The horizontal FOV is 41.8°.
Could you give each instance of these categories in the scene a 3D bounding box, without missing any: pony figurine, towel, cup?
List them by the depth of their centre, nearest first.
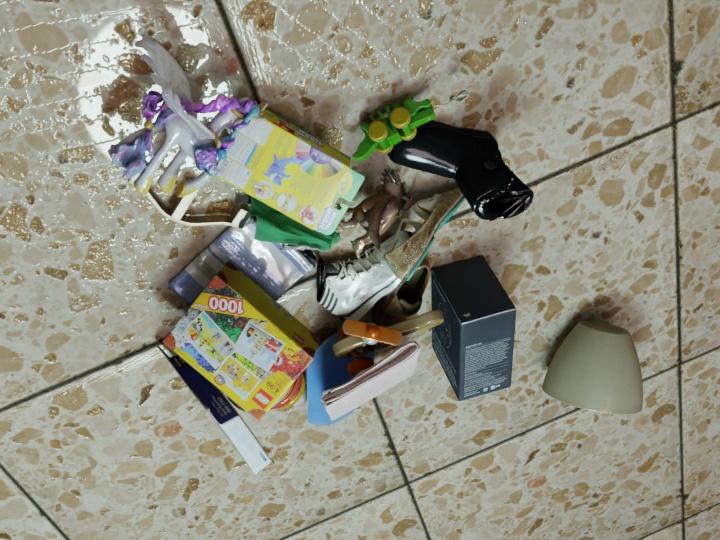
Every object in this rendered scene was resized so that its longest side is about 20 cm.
[{"bbox_3d":[-0.241,-0.194,1.267,0.199,0.168,0.192,-39,142,15],"label":"pony figurine"},{"bbox_3d":[-0.191,0.009,1.518,0.199,0.024,0.147,-39,115,13],"label":"towel"},{"bbox_3d":[0.018,0.193,1.643,0.189,0.033,0.200,-29,166,-7],"label":"towel"},{"bbox_3d":[0.468,0.182,1.860,0.197,0.200,0.146,5,100,-25],"label":"cup"}]

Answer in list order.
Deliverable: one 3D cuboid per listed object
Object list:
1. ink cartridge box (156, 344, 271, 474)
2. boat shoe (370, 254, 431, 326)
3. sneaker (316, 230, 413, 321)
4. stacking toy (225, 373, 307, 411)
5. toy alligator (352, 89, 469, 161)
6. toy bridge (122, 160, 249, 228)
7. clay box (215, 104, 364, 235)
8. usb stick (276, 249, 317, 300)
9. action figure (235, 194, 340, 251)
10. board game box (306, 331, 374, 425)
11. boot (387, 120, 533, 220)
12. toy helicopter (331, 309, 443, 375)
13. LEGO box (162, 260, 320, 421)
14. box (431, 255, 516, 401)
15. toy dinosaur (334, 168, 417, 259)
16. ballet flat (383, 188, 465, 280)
[{"bbox_3d":[-0.244,0.222,1.582,0.040,0.199,0.201,-38,137,-12],"label":"ink cartridge box"},{"bbox_3d":[0.071,0.046,1.643,0.074,0.074,0.202,1,128,-22],"label":"boat shoe"},{"bbox_3d":[0.000,0.000,1.576,0.114,0.076,0.201,23,120,-37],"label":"sneaker"},{"bbox_3d":[-0.141,0.194,1.671,0.145,0.147,0.200,-35,150,9],"label":"stacking toy"},{"bbox_3d":[0.066,-0.234,1.420,0.198,0.055,0.059,-31,160,5],"label":"toy alligator"},{"bbox_3d":[-0.266,-0.105,1.413,0.198,0.027,0.068,22,118,-33],"label":"toy bridge"},{"bbox_3d":[-0.103,-0.146,1.381,0.198,0.048,0.116,28,113,-13],"label":"clay box"},{"bbox_3d":[-0.156,0.034,1.571,0.199,0.033,0.055,-41,131,13],"label":"usb stick"},{"bbox_3d":[-0.104,-0.071,1.471,0.054,0.120,0.198,-29,148,37],"label":"action figure"},{"bbox_3d":[-0.046,0.185,1.732,0.156,0.039,0.203,-23,128,-33],"label":"board game box"},{"bbox_3d":[0.153,-0.151,1.447,0.196,0.169,0.077,1,129,-22],"label":"boot"},{"bbox_3d":[0.045,0.104,1.595,0.197,0.080,0.132,-19,161,5],"label":"toy helicopter"},{"bbox_3d":[-0.186,0.111,1.491,0.199,0.077,0.149,40,108,-6],"label":"LEGO box"},{"bbox_3d":[0.199,0.105,1.694,0.105,0.149,0.202,-14,133,-10],"label":"box"},{"bbox_3d":[0.031,-0.094,1.461,0.134,0.200,0.087,-30,104,3],"label":"toy dinosaur"},{"bbox_3d":[0.103,-0.075,1.530,0.065,0.201,0.071,36,153,1],"label":"ballet flat"}]
